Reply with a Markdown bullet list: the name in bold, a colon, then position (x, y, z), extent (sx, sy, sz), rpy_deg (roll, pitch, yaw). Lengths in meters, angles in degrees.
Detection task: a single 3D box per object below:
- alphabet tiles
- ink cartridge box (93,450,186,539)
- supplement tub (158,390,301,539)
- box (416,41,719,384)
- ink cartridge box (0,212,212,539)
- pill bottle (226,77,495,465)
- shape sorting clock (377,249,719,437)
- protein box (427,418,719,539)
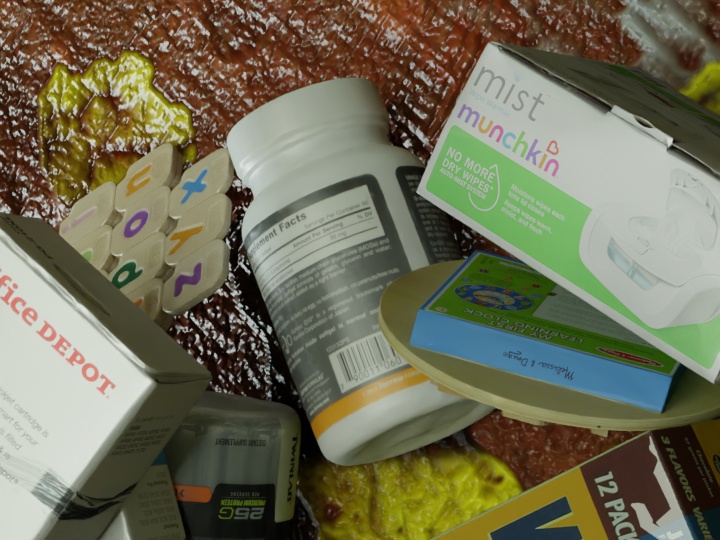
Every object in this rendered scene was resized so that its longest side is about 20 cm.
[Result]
- **alphabet tiles**: position (-0.148, 0.012, 1.692), extent (0.195, 0.015, 0.201), rpy_deg (-32, 37, 27)
- **ink cartridge box**: position (-0.156, 0.184, 1.586), extent (0.115, 0.067, 0.201), rpy_deg (-18, 83, 22)
- **supplement tub**: position (-0.102, 0.175, 1.666), extent (0.122, 0.122, 0.201), rpy_deg (6, 93, 32)
- **box**: position (0.163, -0.031, 1.470), extent (0.200, 0.176, 0.097), rpy_deg (34, 106, 27)
- **ink cartridge box**: position (-0.197, 0.088, 1.522), extent (0.145, 0.084, 0.200), rpy_deg (41, 103, 17)
- **pill bottle**: position (0.000, 0.000, 1.608), extent (0.116, 0.116, 0.201), rpy_deg (-28, 74, 28)
- **shape sorting clock**: position (0.107, 0.039, 1.494), extent (0.199, 0.200, 0.039), rpy_deg (22, 111, 30)
- **protein box**: position (0.138, 0.177, 1.470), extent (0.199, 0.198, 0.136), rpy_deg (-29, 76, 28)
